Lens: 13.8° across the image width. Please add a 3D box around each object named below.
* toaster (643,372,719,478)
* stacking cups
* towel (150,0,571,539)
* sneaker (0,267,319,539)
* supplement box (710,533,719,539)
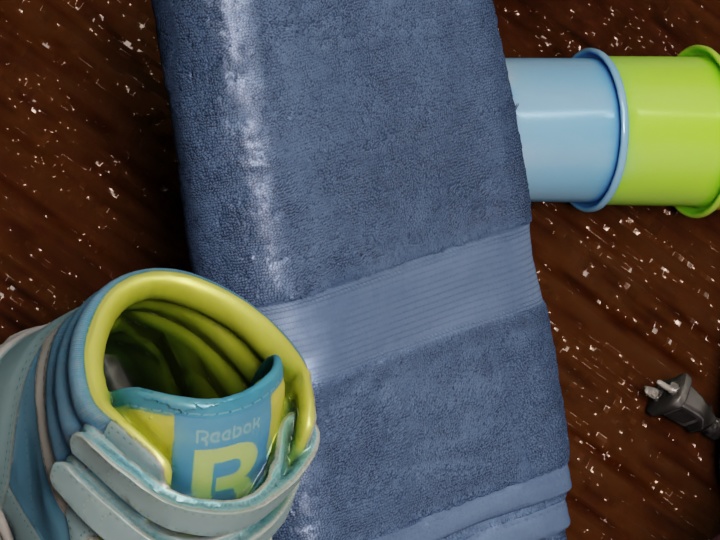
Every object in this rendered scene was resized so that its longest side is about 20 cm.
[{"bbox_3d":[0.206,0.038,0.940,0.200,0.129,0.114,19,62,-16],"label":"toaster"},{"bbox_3d":[0.056,-0.042,0.954,0.200,0.061,0.061,-3,71,-20],"label":"stacking cups"},{"bbox_3d":[0.000,0.000,0.873,0.112,0.049,0.200,-16,103,-33],"label":"towel"},{"bbox_3d":[-0.047,0.093,0.803,0.079,0.131,0.200,-15,76,-30],"label":"sneaker"},{"bbox_3d":[0.187,0.095,0.842,0.110,0.200,0.086,35,34,-20],"label":"supplement box"}]
